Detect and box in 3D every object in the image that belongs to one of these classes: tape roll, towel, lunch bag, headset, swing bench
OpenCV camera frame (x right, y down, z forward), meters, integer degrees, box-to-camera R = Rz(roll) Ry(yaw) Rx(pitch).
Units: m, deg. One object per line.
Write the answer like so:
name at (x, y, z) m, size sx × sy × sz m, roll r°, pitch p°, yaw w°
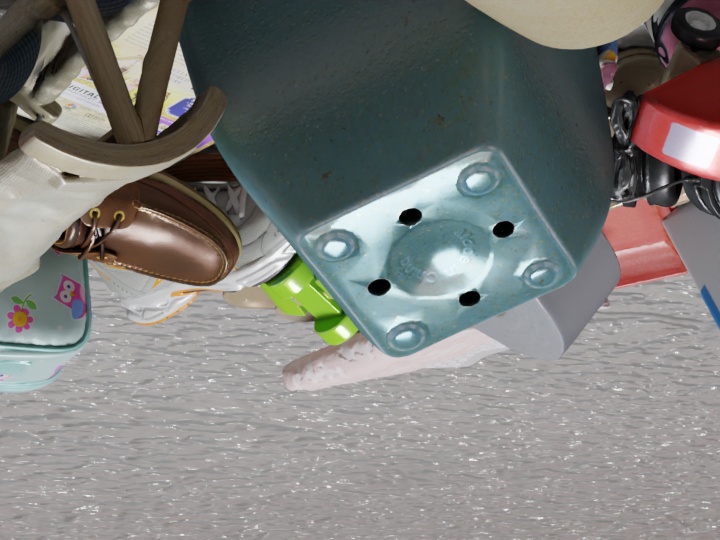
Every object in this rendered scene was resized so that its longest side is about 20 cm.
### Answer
tape roll at (0.073, -0.028, 1.318) m, size 0.200 × 0.066 × 0.200 m, roll 37°, pitch 167°, yaw 10°
towel at (0.068, 0.051, 1.541) m, size 0.190 × 0.032 × 0.200 m, roll -7°, pitch 168°, yaw -40°
lunch bag at (-0.279, 0.000, 1.310) m, size 0.199 × 0.161 × 0.077 m, roll 6°, pitch 153°, yaw -31°
headset at (0.211, -0.081, 1.262) m, size 0.123 × 0.095 × 0.200 m, roll 11°, pitch -161°, yaw 35°
swing bench at (-0.176, -0.095, 1.069) m, size 0.129 × 0.201 × 0.199 m, roll 12°, pitch 150°, yaw -38°

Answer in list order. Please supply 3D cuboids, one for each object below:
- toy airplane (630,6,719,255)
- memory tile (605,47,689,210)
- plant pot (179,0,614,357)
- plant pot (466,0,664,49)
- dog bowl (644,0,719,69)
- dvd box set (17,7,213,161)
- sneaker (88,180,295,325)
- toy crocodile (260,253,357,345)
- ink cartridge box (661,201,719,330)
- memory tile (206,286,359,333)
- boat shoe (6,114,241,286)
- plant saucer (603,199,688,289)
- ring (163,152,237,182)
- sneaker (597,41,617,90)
toy airplane at (0.271, -0.079, 1.125) m, size 0.199 × 0.141 × 0.200 m, roll -34°, pitch 136°, yaw 11°
memory tile at (0.200, -0.097, 1.364) m, size 0.199 × 0.017 × 0.154 m, roll -3°, pitch 140°, yaw -9°
plant pot at (0.030, -0.074, 1.084) m, size 0.195 × 0.201 × 0.197 m, roll -25°, pitch 134°, yaw 14°
plant pot at (0.077, -0.192, 0.901) m, size 0.186 × 0.188 × 0.200 m, roll -14°, pitch 148°, yaw 15°
dog bowl at (0.263, -0.164, 1.201) m, size 0.199 × 0.074 × 0.200 m, roll -6°, pitch 157°, yaw -3°
dvd box set at (-0.106, -0.130, 1.224) m, size 0.199 × 0.030 × 0.146 m, roll -25°, pitch 150°, yaw 38°
sneaker at (-0.113, -0.031, 1.344) m, size 0.199 × 0.076 × 0.092 m, roll -25°, pitch 123°, yaw 33°
toy crocodile at (0.000, 0.000, 1.307) m, size 0.067 × 0.062 × 0.200 m, roll 43°, pitch 148°, yaw -24°
ink cartridge box at (0.350, 0.008, 1.491) m, size 0.144 × 0.148 × 0.200 m, roll -36°, pitch 147°, yaw 18°
memory tile at (-0.026, 0.004, 1.487) m, size 0.199 × 0.017 × 0.153 m, roll 16°, pitch 152°, yaw -38°
boat shoe at (-0.174, -0.034, 1.282) m, size 0.199 × 0.068 × 0.072 m, roll 24°, pitch 124°, yaw -7°
plant saucer at (0.146, -0.028, 1.529) m, size 0.199 × 0.037 × 0.200 m, roll -12°, pitch 157°, yaw 13°
ring at (-0.118, -0.042, 1.441) m, size 0.199 × 0.019 × 0.201 m, roll -6°, pitch 156°, yaw -3°
sneaker at (0.132, -0.109, 1.265) m, size 0.090 × 0.075 × 0.200 m, roll -30°, pitch 144°, yaw 11°
